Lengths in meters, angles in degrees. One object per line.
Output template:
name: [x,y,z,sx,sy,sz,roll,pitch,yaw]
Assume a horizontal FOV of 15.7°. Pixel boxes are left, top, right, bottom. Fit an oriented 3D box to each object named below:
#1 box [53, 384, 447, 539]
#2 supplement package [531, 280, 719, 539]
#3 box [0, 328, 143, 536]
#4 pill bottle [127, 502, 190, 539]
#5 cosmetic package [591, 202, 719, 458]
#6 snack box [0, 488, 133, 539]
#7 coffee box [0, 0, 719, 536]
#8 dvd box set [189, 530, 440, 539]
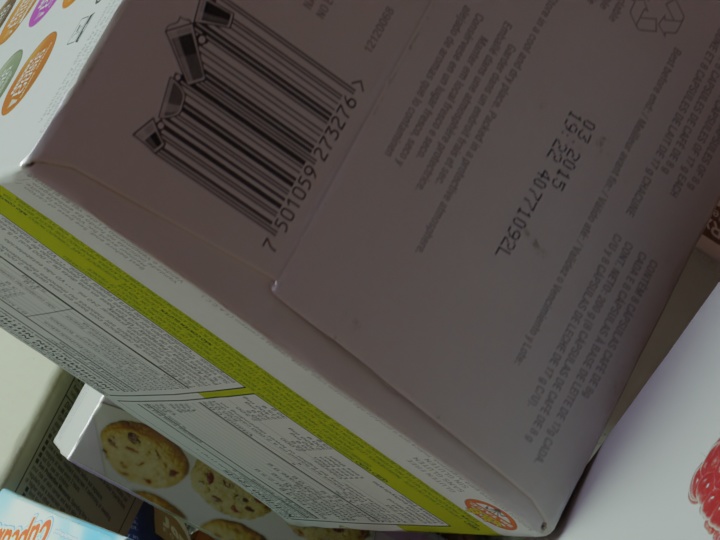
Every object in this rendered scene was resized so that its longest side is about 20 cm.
box: [-0.019,0.096,0.982,0.042,0.200,0.039,-60,15,-2]
supplement package: [0.157,0.061,0.751,0.200,0.120,0.121,-56,23,13]
box: [-0.140,0.078,1.031,0.078,0.095,0.200,9,59,29]
pill bottle: [-0.128,0.157,1.177,0.111,0.111,0.200,-51,25,23]
cosmetic package: [0.095,0.008,0.976,0.200,0.102,0.074,-27,38,52]
snack box: [-0.035,0.142,0.952,0.116,0.200,0.037,7,70,62]
coffee box: [-0.014,-0.049,0.867,0.200,0.200,0.198,-60,19,-17]
dvd box set: [-0.034,0.156,1.171,0.200,0.029,0.147,-34,34,48]
